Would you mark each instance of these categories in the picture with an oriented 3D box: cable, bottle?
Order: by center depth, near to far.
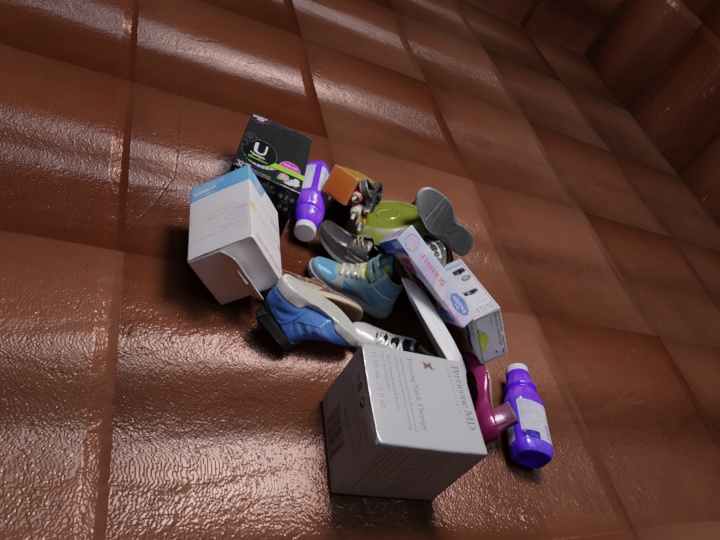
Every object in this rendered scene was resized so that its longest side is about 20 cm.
[{"bbox_3d":[0.322,0.279,1.174,0.081,0.066,0.204,21,41,-17],"label":"bottle"},{"bbox_3d":[-0.106,-0.149,1.287,0.063,0.085,0.204,-3,46,10],"label":"bottle"},{"bbox_3d":[0.012,-0.166,1.303,0.048,0.100,0.201,-2,26,11],"label":"cable"}]

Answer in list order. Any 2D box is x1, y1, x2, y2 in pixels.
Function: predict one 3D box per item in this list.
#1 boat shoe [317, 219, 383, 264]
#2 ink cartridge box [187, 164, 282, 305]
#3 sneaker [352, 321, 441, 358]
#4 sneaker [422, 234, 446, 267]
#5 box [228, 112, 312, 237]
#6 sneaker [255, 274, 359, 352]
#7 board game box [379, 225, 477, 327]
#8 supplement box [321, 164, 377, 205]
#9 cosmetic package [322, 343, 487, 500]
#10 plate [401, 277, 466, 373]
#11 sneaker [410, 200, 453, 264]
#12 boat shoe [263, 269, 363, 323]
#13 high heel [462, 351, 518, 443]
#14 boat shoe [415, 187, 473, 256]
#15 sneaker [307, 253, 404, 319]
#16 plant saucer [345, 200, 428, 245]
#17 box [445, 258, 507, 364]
[{"bbox_3d":[0.000,-0.043,1.244,0.198,0.073,0.076,38,38,-16],"label":"boat shoe"},{"bbox_3d":[-0.217,-0.052,1.039,0.121,0.130,0.204,-18,48,8],"label":"ink cartridge box"},{"bbox_3d":[0.067,0.145,1.131,0.196,0.073,0.073,27,41,-8],"label":"sneaker"},{"bbox_3d":[0.131,-0.030,1.309,0.074,0.091,0.201,-11,32,-15],"label":"sneaker"},{"bbox_3d":[-0.195,-0.202,1.243,0.145,0.126,0.203,22,40,-14],"label":"box"},{"bbox_3d":[-0.097,0.101,1.050,0.198,0.111,0.077,37,13,-36],"label":"sneaker"},{"bbox_3d":[0.124,0.011,1.151,0.201,0.041,0.200,52,-6,-4],"label":"board game box"},{"bbox_3d":[-0.021,-0.187,1.336,0.065,0.070,0.200,32,10,8],"label":"supplement box"},{"bbox_3d":[0.061,0.246,0.952,0.194,0.168,0.171,13,43,-26],"label":"cosmetic package"},{"bbox_3d":[0.149,0.125,1.140,0.032,0.201,0.203,-28,61,1],"label":"plate"},{"bbox_3d":[0.187,-0.085,1.444,0.085,0.080,0.205,13,49,-41],"label":"sneaker"},{"bbox_3d":[-0.085,0.043,1.126,0.194,0.073,0.073,16,43,-13],"label":"boat shoe"},{"bbox_3d":[0.220,0.242,1.164,0.094,0.069,0.201,-25,35,-3],"label":"high heel"},{"bbox_3d":[0.174,-0.107,1.300,0.201,0.075,0.064,39,-6,-37],"label":"boat shoe"},{"bbox_3d":[0.000,0.000,1.179,0.195,0.132,0.081,27,41,-9],"label":"sneaker"},{"bbox_3d":[0.062,-0.114,1.336,0.192,0.032,0.202,-2,28,1],"label":"plant saucer"},{"bbox_3d":[0.226,0.079,1.221,0.058,0.119,0.201,-20,33,-5],"label":"box"}]
